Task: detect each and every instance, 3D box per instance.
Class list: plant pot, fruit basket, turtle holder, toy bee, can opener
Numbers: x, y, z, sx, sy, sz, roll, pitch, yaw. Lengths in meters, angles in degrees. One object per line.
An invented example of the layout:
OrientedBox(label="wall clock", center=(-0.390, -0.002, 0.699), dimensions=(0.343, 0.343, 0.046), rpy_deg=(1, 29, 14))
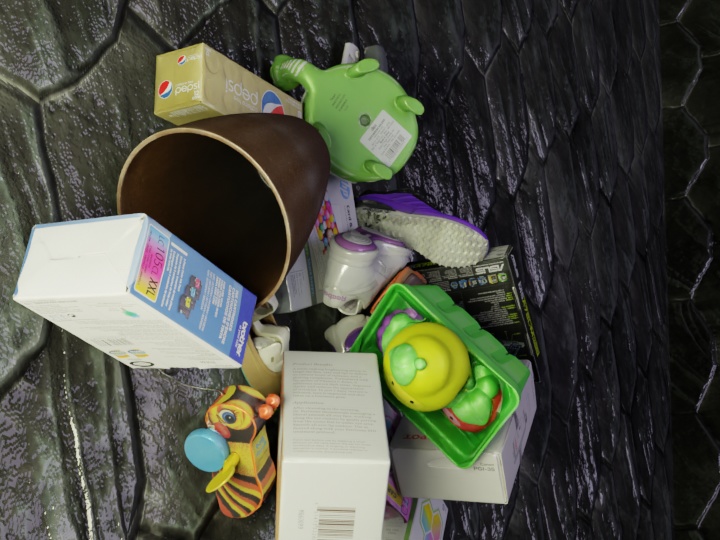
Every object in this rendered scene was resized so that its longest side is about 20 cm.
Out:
OrientedBox(label="plant pot", center=(-0.111, -0.083, 1.088), dimensions=(0.200, 0.185, 0.189), rpy_deg=(-47, 124, -55))
OrientedBox(label="fruit basket", center=(0.079, 0.118, 1.231), dimensions=(0.214, 0.156, 0.217), rpy_deg=(22, 34, -15))
OrientedBox(label="turtle holder", center=(-0.026, -0.182, 1.332), dimensions=(0.183, 0.132, 0.143), rpy_deg=(9, 87, -19))
OrientedBox(label="toy bee", center=(-0.125, 0.164, 1.084), dimensions=(0.201, 0.108, 0.132), rpy_deg=(57, 37, -41))
OrientedBox(label="can opener", center=(-0.007, -0.224, 1.457), dimensions=(0.053, 0.066, 0.202), rpy_deg=(45, 44, -48))

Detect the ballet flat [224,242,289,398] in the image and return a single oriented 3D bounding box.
OrientedBox(label="ballet flat", center=(-0.113, 0.059, 1.183), dimensions=(0.201, 0.062, 0.069), rpy_deg=(67, 31, -27))

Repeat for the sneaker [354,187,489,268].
OrientedBox(label="sneaker", center=(0.080, -0.071, 1.464), dimensions=(0.100, 0.198, 0.070), rpy_deg=(-69, 171, -53))

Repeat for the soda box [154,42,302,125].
OrientedBox(label="soda box", center=(-0.140, -0.178, 1.193), dimensions=(0.200, 0.063, 0.069), rpy_deg=(23, 63, -60))

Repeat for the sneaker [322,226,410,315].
OrientedBox(label="sneaker", center=(0.000, 0.000, 1.349), dimensions=(0.200, 0.074, 0.101), rpy_deg=(-10, 119, -67))

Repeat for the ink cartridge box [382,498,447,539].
OrientedBox(label="ink cartridge box", center=(0.070, 0.334, 1.456), dimensions=(0.104, 0.059, 0.201), rpy_deg=(62, 33, -42))

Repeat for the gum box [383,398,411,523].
OrientedBox(label="gum box", center=(0.006, 0.228, 1.362), dimensions=(0.200, 0.065, 0.114), rpy_deg=(53, 39, -44))

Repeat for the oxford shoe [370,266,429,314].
OrientedBox(label="oxford shoe", center=(0.069, 0.044, 1.392), dimensions=(0.073, 0.071, 0.200), rpy_deg=(42, 14, 10))

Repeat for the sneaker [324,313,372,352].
OrientedBox(label="sneaker", center=(0.023, 0.117, 1.403), dimensions=(0.199, 0.080, 0.084), rpy_deg=(17, 52, -53))

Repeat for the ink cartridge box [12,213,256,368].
OrientedBox(label="ink cartridge box", center=(-0.187, 0.031, 0.967), dimensions=(0.200, 0.135, 0.077), rpy_deg=(44, 51, -50))

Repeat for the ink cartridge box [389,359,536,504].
OrientedBox(label="ink cartridge box", center=(0.135, 0.201, 1.390), dimensions=(0.200, 0.145, 0.084), rpy_deg=(-57, 141, -54))

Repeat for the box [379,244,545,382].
OrientedBox(label="box", center=(0.141, 0.075, 1.519), dimensions=(0.195, 0.198, 0.048), rpy_deg=(70, 26, -20))

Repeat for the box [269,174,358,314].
OrientedBox(label="box", center=(-0.062, -0.038, 1.332), dimensions=(0.200, 0.041, 0.158), rpy_deg=(-15, 97, -64))

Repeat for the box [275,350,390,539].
OrientedBox(label="box", center=(-0.034, 0.199, 1.129), dimensions=(0.200, 0.105, 0.154), rpy_deg=(-98, -169, -64))
